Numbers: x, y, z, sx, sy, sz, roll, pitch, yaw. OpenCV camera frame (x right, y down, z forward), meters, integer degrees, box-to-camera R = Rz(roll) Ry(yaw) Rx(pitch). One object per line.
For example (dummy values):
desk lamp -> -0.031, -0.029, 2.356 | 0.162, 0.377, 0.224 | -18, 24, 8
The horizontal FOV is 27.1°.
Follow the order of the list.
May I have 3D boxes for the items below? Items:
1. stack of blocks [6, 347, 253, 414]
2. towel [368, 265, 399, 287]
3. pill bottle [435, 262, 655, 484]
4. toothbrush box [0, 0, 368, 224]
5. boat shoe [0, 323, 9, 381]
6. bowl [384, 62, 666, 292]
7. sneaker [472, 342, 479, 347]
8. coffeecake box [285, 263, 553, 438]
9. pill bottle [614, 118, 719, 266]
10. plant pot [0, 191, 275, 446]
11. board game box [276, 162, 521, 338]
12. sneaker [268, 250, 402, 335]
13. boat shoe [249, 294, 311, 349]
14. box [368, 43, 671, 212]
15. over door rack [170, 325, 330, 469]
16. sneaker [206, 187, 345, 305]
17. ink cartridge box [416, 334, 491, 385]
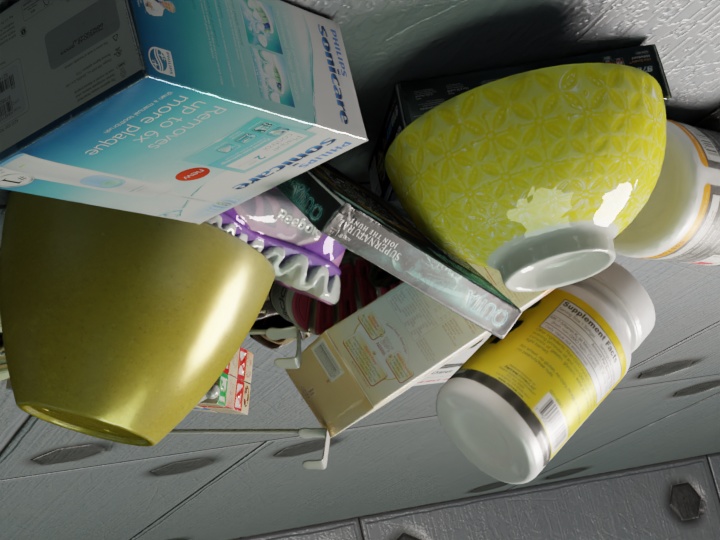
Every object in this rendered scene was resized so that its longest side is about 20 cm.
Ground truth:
stack of blocks -> -0.209, 0.092, 1.372 | 0.198, 0.059, 0.115 | 3, 171, 9
towel -> 0.113, -0.045, 1.278 | 0.199, 0.022, 0.147 | -23, 172, -35
pill bottle -> 0.169, 0.084, 1.330 | 0.200, 0.114, 0.114 | -43, 178, -27
toothbrush box -> -0.115, -0.100, 0.866 | 0.146, 0.086, 0.199 | -23, 163, 30
boat shoe -> -0.282, 0.047, 1.271 | 0.199, 0.072, 0.076 | -22, 146, 23
bowl -> 0.124, -0.049, 1.031 | 0.198, 0.109, 0.200 | -12, 163, -4
sneaker -> 0.065, 0.045, 1.413 | 0.070, 0.074, 0.199 | -16, -168, -34
coffeecake box -> 0.052, 0.044, 1.219 | 0.199, 0.073, 0.154 | -32, 175, -20
pill bottle -> 0.283, -0.063, 1.266 | 0.116, 0.117, 0.199 | -26, 159, 38
plant pot -> -0.173, 0.043, 1.060 | 0.198, 0.143, 0.200 | 14, 165, 4
board game box -> 0.013, -0.028, 1.050 | 0.199, 0.135, 0.028 | 30, 100, -42
sneaker -> 0.000, 0.000, 1.334 | 0.199, 0.074, 0.087 | -22, -160, -33
boat shoe -> -0.079, 0.037, 1.382 | 0.199, 0.074, 0.074 | 2, 158, -43
box -> 0.113, -0.102, 1.118 | 0.198, 0.046, 0.159 | -10, 164, -11
over door rack -> -0.121, 0.082, 1.217 | 0.198, 0.067, 0.148 | 8, 141, 19
sneaker -> -0.077, -0.051, 1.097 | 0.200, 0.089, 0.080 | 31, 175, -41
ink cartridge box -> 0.118, 0.054, 1.585 | 0.144, 0.085, 0.200 | -3, 161, -32
